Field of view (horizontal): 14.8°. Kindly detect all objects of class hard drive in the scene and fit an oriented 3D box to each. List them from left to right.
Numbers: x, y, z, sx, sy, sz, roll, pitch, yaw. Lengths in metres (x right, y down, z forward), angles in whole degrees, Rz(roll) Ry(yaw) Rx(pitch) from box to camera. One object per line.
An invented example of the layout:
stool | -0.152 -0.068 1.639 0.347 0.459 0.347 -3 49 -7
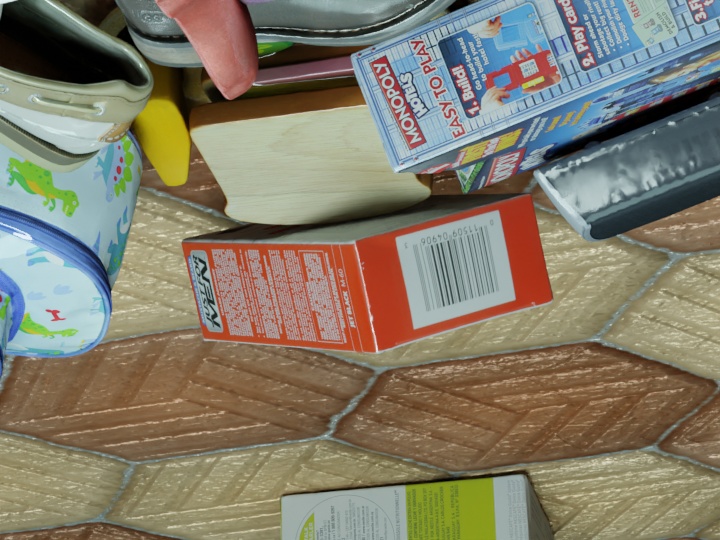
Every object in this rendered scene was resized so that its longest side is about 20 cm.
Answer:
hard drive | 0.163 -0.055 1.404 0.135 0.042 0.200 -21 176 11

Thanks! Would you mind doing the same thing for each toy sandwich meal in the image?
toy sandwich meal | -0.040 -0.087 1.365 0.205 0.070 0.205 -3 159 -1

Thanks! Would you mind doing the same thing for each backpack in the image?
backpack | -0.216 -0.017 1.372 0.200 0.147 0.183 11 157 -6

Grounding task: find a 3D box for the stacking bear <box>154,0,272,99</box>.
stacking bear | 0.004 -0.173 1.077 0.200 0.114 0.121 -26 154 5

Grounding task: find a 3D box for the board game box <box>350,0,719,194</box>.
board game box | 0.093 -0.096 1.298 0.200 0.062 0.200 -20 173 -7

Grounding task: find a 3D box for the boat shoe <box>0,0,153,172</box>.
boat shoe | -0.183 -0.116 1.247 0.200 0.075 0.068 26 140 -31

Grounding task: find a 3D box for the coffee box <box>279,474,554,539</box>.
coffee box | 0.050 0.286 2.157 0.197 0.200 0.200 -6 158 9

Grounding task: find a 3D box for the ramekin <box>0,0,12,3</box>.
ramekin | -0.169 -0.192 0.986 0.200 0.098 0.201 6 148 4

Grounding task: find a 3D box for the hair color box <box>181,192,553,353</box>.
hair color box | 0.000 0.000 1.474 0.111 0.064 0.200 -16 -171 -27

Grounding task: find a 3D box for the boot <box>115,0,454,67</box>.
boot | -0.051 -0.162 1.184 0.200 0.069 0.174 -16 148 12
